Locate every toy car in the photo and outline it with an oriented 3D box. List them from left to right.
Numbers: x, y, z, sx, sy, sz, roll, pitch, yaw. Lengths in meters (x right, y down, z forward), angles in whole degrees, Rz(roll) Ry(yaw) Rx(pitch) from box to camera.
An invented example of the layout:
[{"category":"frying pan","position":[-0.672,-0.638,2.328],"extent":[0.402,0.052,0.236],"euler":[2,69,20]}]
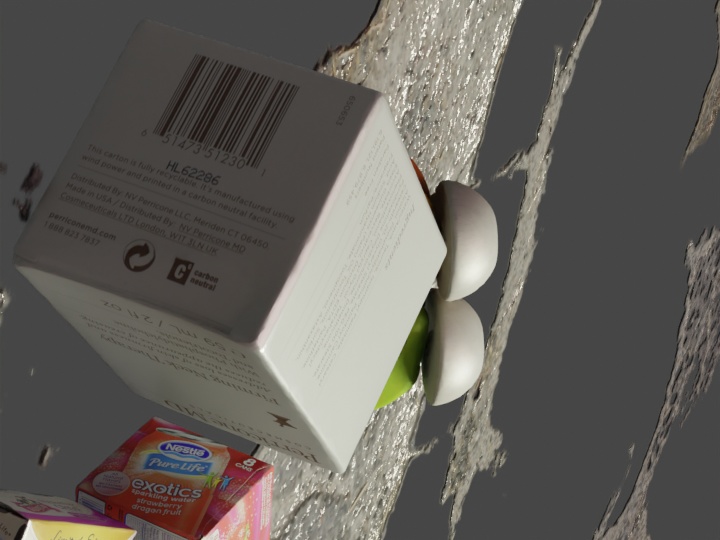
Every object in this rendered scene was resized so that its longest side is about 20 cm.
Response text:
[{"category":"toy car","position":[0.000,0.000,1.288],"extent":[0.151,0.173,0.202],"euler":[-105,-164,-57]}]

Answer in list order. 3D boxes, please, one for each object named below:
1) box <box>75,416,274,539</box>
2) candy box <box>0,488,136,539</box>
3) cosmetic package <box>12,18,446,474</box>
[{"category":"box","position":[-0.125,0.215,1.200],"extent":[0.095,0.099,0.202],"euler":[-42,143,-50]},{"category":"candy box","position":[-0.217,0.232,1.047],"extent":[0.136,0.060,0.202],"euler":[26,83,-68]},{"category":"cosmetic package","position":[-0.068,-0.010,1.062],"extent":[0.168,0.166,0.200],"euler":[-64,157,-18]}]
